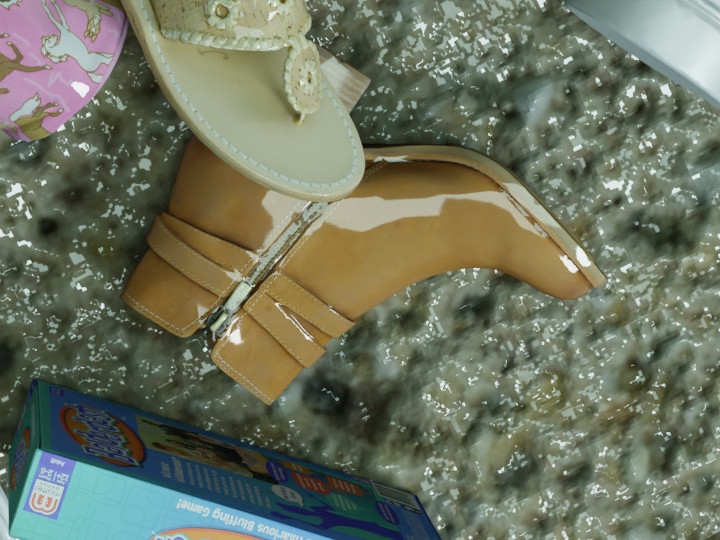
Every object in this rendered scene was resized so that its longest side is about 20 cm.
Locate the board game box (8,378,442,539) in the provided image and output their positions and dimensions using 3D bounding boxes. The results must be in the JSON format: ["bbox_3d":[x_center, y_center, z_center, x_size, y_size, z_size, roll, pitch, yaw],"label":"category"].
[{"bbox_3d":[-0.062,0.112,1.264,0.200,0.152,0.045,18,97,-9],"label":"board game box"}]

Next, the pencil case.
[{"bbox_3d":[-0.199,-0.140,1.214,0.200,0.087,0.083,35,97,-30],"label":"pencil case"}]

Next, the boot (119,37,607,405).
[{"bbox_3d":[0.000,0.000,1.288,0.200,0.077,0.155,32,91,-8],"label":"boot"}]

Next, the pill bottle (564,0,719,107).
[{"bbox_3d":[0.187,-0.181,1.266,0.113,0.113,0.200,32,94,-11],"label":"pill bottle"}]

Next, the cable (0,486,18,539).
[{"bbox_3d":[-0.254,0.153,1.289,0.200,0.069,0.200,-26,102,-3],"label":"cable"}]

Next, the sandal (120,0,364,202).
[{"bbox_3d":[-0.063,-0.129,1.224,0.078,0.070,0.212,-29,76,-37],"label":"sandal"}]
